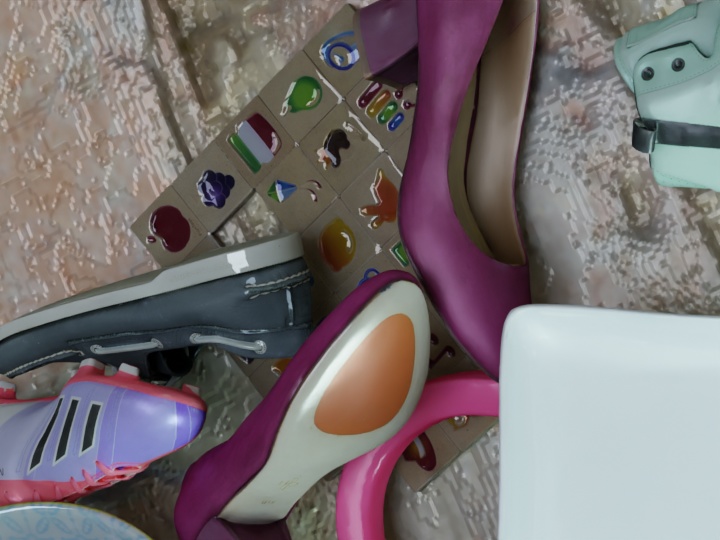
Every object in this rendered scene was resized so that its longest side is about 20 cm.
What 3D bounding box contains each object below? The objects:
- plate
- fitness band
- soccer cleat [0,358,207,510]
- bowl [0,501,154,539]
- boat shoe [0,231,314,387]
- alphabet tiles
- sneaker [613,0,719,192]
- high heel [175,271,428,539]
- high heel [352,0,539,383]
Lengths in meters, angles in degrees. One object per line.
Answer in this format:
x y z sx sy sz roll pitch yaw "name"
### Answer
0.156 0.116 1.212 0.199 0.032 0.200 2 95 -3 "plate"
0.084 0.120 1.278 0.200 0.037 0.144 4 99 23 "fitness band"
-0.142 0.090 1.342 0.200 0.067 0.077 -9 66 50 "soccer cleat"
-0.150 0.223 1.323 0.200 0.108 0.200 -7 61 12 "bowl"
-0.105 0.033 1.344 0.200 0.073 0.062 -17 94 34 "boat shoe"
0.000 0.000 1.329 0.167 0.008 0.200 -44 76 22 "alphabet tiles"
0.165 -0.127 1.195 0.118 0.074 0.201 1 98 20 "sneaker"
-0.035 0.062 1.278 0.200 0.067 0.096 -59 38 25 "high heel"
0.063 -0.053 1.252 0.096 0.067 0.200 -25 78 30 "high heel"
